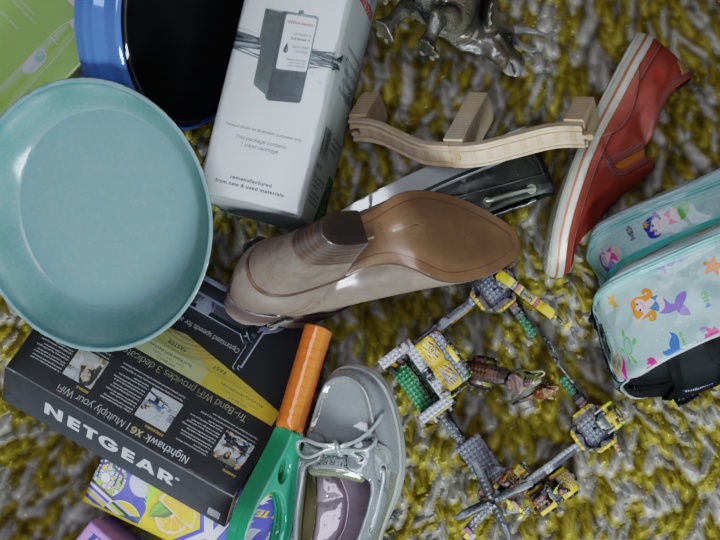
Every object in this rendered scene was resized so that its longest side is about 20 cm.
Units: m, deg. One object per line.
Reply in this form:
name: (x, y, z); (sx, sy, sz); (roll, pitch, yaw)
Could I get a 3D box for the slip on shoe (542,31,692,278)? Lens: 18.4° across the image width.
slip on shoe: (0.193, -0.083, 1.695); (0.061, 0.074, 0.201); (27, 84, 3)

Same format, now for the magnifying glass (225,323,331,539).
magnifying glass: (-0.058, 0.138, 1.633); (0.022, 0.080, 0.201); (11, 81, 23)

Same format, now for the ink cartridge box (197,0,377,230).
ink cartridge box: (-0.052, -0.138, 1.678); (0.082, 0.147, 0.202); (14, 86, 6)

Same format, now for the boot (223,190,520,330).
boot: (0.000, 0.000, 1.654); (0.199, 0.146, 0.071); (6, 64, -30)

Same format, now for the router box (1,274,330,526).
router box: (-0.146, 0.077, 1.679); (0.199, 0.052, 0.158); (29, 56, 7)

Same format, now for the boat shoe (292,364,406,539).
boat shoe: (-0.016, 0.170, 1.623); (0.074, 0.065, 0.204); (10, 91, 21)

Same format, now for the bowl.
bowl: (-0.137, -0.200, 1.663); (0.039, 0.200, 0.202); (11, 87, 30)

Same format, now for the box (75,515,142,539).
box: (-0.189, 0.320, 1.682); (0.176, 0.097, 0.200); (38, 89, 6)

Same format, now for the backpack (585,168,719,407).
backpack: (0.250, 0.012, 1.618); (0.176, 0.200, 0.152); (-22, 85, 3)

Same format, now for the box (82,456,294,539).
box: (-0.106, 0.187, 1.701); (0.199, 0.064, 0.070); (24, 88, 5)

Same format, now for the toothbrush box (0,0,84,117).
toothbrush box: (-0.270, -0.172, 1.716); (0.146, 0.086, 0.200); (43, 91, 17)

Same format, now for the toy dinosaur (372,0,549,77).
toy dinosaur: (0.059, -0.227, 1.679); (0.102, 0.077, 0.201); (-41, 125, -29)

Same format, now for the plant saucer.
plant saucer: (-0.191, -0.042, 1.625); (0.199, 0.036, 0.202); (4, 101, 22)

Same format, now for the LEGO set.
LEGO set: (0.104, 0.091, 1.664); (0.153, 0.116, 0.201); (-28, 85, 2)

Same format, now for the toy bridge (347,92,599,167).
toy bridge: (0.082, -0.105, 1.673); (0.199, 0.067, 0.027); (4, 130, 26)

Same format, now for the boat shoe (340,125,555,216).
boat shoe: (0.052, -0.042, 1.701); (0.199, 0.071, 0.064); (-25, 84, 1)
